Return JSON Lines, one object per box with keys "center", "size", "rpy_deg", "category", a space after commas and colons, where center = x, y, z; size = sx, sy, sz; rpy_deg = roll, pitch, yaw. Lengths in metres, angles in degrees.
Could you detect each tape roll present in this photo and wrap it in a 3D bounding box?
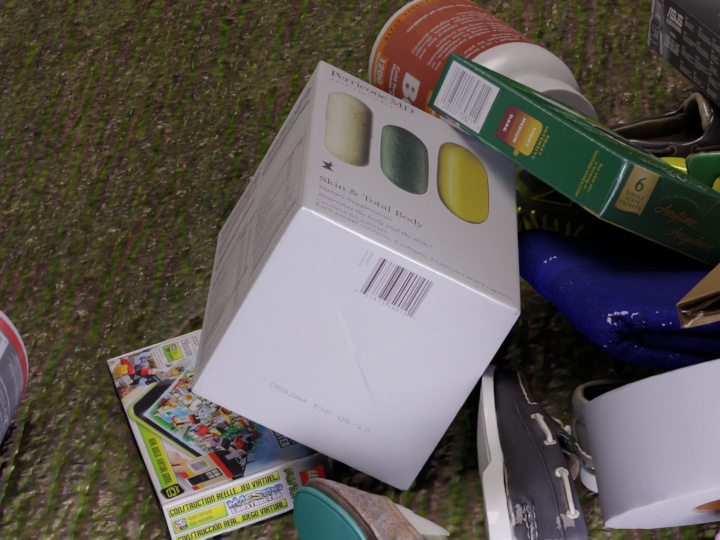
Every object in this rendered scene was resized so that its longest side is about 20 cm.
{"center": [0.222, 0.087, 1.428], "size": [0.199, 0.067, 0.200], "rpy_deg": [-10, -12, -2], "category": "tape roll"}

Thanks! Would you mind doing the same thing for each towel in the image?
{"center": [0.184, 0.023, 1.663], "size": [0.147, 0.050, 0.200], "rpy_deg": [3, 14, -14], "category": "towel"}

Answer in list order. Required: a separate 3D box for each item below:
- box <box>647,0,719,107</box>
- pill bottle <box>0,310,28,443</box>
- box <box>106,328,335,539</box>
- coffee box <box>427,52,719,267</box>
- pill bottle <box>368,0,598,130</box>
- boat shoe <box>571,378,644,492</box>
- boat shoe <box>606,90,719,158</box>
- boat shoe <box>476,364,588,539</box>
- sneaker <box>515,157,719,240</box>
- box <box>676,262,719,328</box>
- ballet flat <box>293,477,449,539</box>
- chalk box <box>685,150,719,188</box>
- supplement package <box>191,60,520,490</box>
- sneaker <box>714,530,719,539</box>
{"center": [0.306, -0.158, 1.914], "size": [0.157, 0.050, 0.200], "rpy_deg": [1, 18, -10], "category": "box"}
{"center": [-0.293, 0.106, 1.731], "size": [0.115, 0.116, 0.200], "rpy_deg": [-7, 29, 14], "category": "pill bottle"}
{"center": [-0.092, 0.100, 1.731], "size": [0.109, 0.035, 0.200], "rpy_deg": [-19, 28, -8], "category": "box"}
{"center": [0.143, -0.071, 1.714], "size": [0.123, 0.044, 0.200], "rpy_deg": [20, 11, -41], "category": "coffee box"}
{"center": [0.092, -0.124, 1.962], "size": [0.112, 0.113, 0.200], "rpy_deg": [-23, 29, -15], "category": "pill bottle"}
{"center": [0.218, 0.096, 1.562], "size": [0.201, 0.061, 0.072], "rpy_deg": [-1, 30, 25], "category": "boat shoe"}
{"center": [0.245, -0.094, 1.884], "size": [0.199, 0.065, 0.072], "rpy_deg": [-17, 25, -6], "category": "boat shoe"}
{"center": [0.100, 0.115, 1.572], "size": [0.060, 0.074, 0.200], "rpy_deg": [-3, 22, 1], "category": "boat shoe"}
{"center": [0.147, -0.037, 1.819], "size": [0.199, 0.075, 0.085], "rpy_deg": [-2, 31, 22], "category": "sneaker"}
{"center": [0.282, -0.014, 1.574], "size": [0.163, 0.021, 0.200], "rpy_deg": [-18, 5, 22], "category": "box"}
{"center": [0.030, 0.176, 1.521], "size": [0.067, 0.068, 0.200], "rpy_deg": [-8, 30, -26], "category": "ballet flat"}
{"center": [0.313, -0.059, 1.730], "size": [0.199, 0.125, 0.124], "rpy_deg": [-11, 28, 10], "category": "chalk box"}
{"center": [0.000, 0.000, 1.684], "size": [0.151, 0.151, 0.200], "rpy_deg": [26, 27, -12], "category": "supplement package"}
{"center": [0.290, 0.162, 1.418], "size": [0.199, 0.079, 0.096], "rpy_deg": [-10, 58, -3], "category": "sneaker"}
